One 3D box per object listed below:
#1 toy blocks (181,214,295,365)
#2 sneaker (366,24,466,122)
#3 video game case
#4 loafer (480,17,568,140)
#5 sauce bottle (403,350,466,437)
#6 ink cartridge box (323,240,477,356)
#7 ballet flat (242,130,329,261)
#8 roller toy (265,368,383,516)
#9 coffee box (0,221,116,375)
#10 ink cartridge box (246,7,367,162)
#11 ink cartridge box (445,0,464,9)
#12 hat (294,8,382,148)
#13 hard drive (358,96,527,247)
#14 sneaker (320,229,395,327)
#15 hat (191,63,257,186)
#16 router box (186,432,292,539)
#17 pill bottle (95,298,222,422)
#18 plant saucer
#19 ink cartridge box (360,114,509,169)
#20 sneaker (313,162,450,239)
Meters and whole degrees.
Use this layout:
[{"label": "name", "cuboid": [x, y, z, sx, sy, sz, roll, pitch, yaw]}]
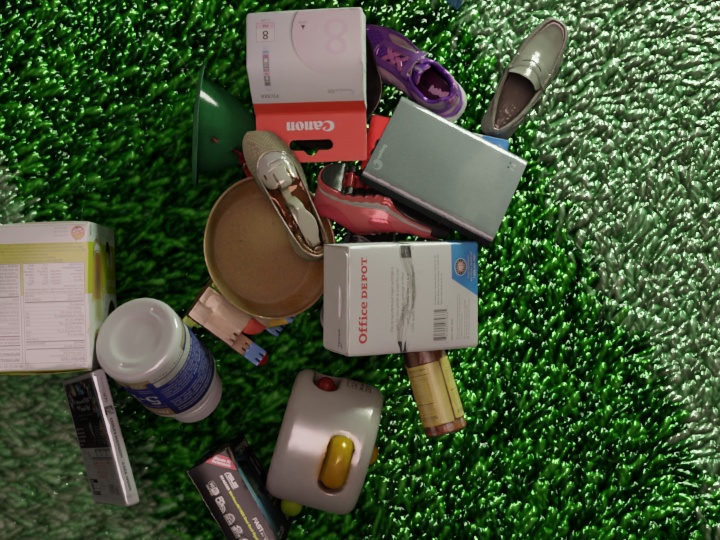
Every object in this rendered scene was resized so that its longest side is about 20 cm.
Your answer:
[{"label": "toy blocks", "cuboid": [-0.149, 0.041, 1.699, 0.137, 0.100, 0.200, 36, 81, -11]}, {"label": "sneaker", "cuboid": [0.067, -0.289, 1.705, 0.200, 0.088, 0.081, 36, 91, 3]}, {"label": "video game case", "cuboid": [-0.359, 0.231, 1.640, 0.023, 0.200, 0.182, -15, 88, -26]}, {"label": "loafer", "cuboid": [0.240, -0.275, 1.713, 0.070, 0.070, 0.200, 28, 88, 1]}, {"label": "sauce bottle", "cuboid": [0.097, 0.135, 1.705, 0.066, 0.066, 0.201, -14, 87, 0]}, {"label": "ink cartridge box", "cuboid": [0.053, 0.034, 1.607, 0.199, 0.084, 0.145, -2, 95, -26]}, {"label": "ballet flat", "cuboid": [-0.093, -0.105, 1.615, 0.067, 0.062, 0.200, -31, 100, -10]}, {"label": "roller toy", "cuboid": [-0.042, 0.235, 1.639, 0.139, 0.200, 0.183, 15, 56, -1]}, {"label": "coffee box", "cuboid": [-0.449, 0.040, 1.639, 0.199, 0.200, 0.199, -2, 89, -1]}, {"label": "ink cartridge box", "cuboid": [-0.072, -0.250, 1.618, 0.162, 0.057, 0.201, -1, 86, 10]}, {"label": "ink cartridge box", "cuboid": [0.107, -0.500, 1.682, 0.200, 0.147, 0.146, 38, 89, 2]}, {"label": "hat", "cuboid": [-0.071, -0.276, 1.681, 0.200, 0.081, 0.201, 0, 90, 20]}, {"label": "hard drive", "cuboid": [0.114, -0.136, 1.636, 0.199, 0.033, 0.140, 27, 65, -1]}, {"label": "sneaker", "cuboid": [0.000, 0.000, 1.682, 0.075, 0.115, 0.201, 19, 89, 0]}, {"label": "hat", "cuboid": [-0.143, -0.187, 1.677, 0.175, 0.200, 0.166, 5, 64, -5]}, {"label": "router box", "cuboid": [-0.160, 0.310, 1.628, 0.062, 0.200, 0.150, -30, 89, 0]}, {"label": "pill bottle", "cuboid": [-0.265, 0.132, 1.627, 0.119, 0.200, 0.120, -8, 60, 14]}, {"label": "plant saucer", "cuboid": [-0.129, -0.031, 1.650, 0.200, 0.035, 0.201, 3, 84, -29]}, {"label": "ink cartridge box", "cuboid": [0.102, -0.146, 1.710, 0.199, 0.067, 0.117, 12, 88, 0]}, {"label": "sneaker", "cuboid": [0.027, -0.083, 1.660, 0.199, 0.087, 0.074, 20, 47, -8]}]
